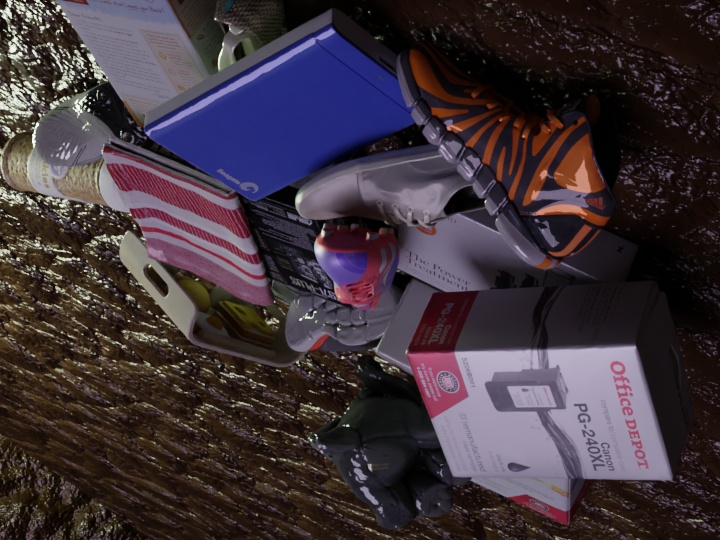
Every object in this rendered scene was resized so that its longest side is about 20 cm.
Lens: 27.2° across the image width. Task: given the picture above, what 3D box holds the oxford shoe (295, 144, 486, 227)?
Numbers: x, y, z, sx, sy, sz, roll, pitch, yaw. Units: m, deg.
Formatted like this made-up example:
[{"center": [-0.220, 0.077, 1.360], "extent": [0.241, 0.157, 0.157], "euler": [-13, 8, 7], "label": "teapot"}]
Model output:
[{"center": [0.038, -0.061, 1.190], "extent": [0.199, 0.058, 0.075], "euler": [-10, 164, 22], "label": "oxford shoe"}]

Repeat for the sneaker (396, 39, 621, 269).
[{"center": [0.118, -0.109, 1.084], "extent": [0.112, 0.078, 0.200], "euler": [-42, 83, 32], "label": "sneaker"}]

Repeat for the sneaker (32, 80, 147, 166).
[{"center": [-0.244, -0.150, 1.463], "extent": [0.199, 0.072, 0.072], "euler": [-11, 106, 42], "label": "sneaker"}]

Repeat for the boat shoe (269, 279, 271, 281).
[{"center": [-0.151, -0.049, 1.541], "extent": [0.066, 0.072, 0.200], "euler": [-30, 127, 30], "label": "boat shoe"}]

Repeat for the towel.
[{"center": [-0.159, -0.042, 1.394], "extent": [0.144, 0.023, 0.200], "euler": [22, 156, 19], "label": "towel"}]

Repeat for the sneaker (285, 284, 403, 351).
[{"center": [0.002, 0.047, 1.527], "extent": [0.082, 0.077, 0.200], "euler": [13, 168, -32], "label": "sneaker"}]

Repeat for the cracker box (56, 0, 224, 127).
[{"center": [-0.166, -0.194, 1.268], "extent": [0.134, 0.058, 0.200], "euler": [15, 153, 29], "label": "cracker box"}]

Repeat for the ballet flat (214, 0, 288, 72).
[{"center": [-0.083, -0.159, 1.214], "extent": [0.068, 0.075, 0.200], "euler": [23, 156, 23], "label": "ballet flat"}]

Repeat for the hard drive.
[{"center": [-0.055, -0.125, 1.176], "extent": [0.200, 0.025, 0.132], "euler": [-23, 142, 34], "label": "hard drive"}]

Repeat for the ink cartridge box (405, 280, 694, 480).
[{"center": [0.158, 0.093, 1.223], "extent": [0.199, 0.083, 0.146], "euler": [-3, 125, 28], "label": "ink cartridge box"}]

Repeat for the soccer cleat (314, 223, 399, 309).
[{"center": [0.000, 0.000, 1.248], "extent": [0.066, 0.077, 0.200], "euler": [4, -177, 5], "label": "soccer cleat"}]

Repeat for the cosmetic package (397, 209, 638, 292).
[{"center": [0.129, -0.012, 1.289], "extent": [0.199, 0.052, 0.151], "euler": [26, 154, 12], "label": "cosmetic package"}]

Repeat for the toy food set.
[{"center": [-0.152, 0.027, 1.589], "extent": [0.143, 0.061, 0.200], "euler": [44, -166, 35], "label": "toy food set"}]

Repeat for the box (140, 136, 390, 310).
[{"center": [-0.085, -0.066, 1.390], "extent": [0.199, 0.086, 0.164], "euler": [19, 154, 26], "label": "box"}]

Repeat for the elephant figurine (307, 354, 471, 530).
[{"center": [0.019, 0.156, 1.455], "extent": [0.200, 0.141, 0.156], "euler": [-130, 17, -63], "label": "elephant figurine"}]

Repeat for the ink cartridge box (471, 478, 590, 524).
[{"center": [0.171, 0.172, 1.566], "extent": [0.145, 0.083, 0.200], "euler": [24, 156, 19], "label": "ink cartridge box"}]

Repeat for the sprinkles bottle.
[{"center": [-0.301, -0.107, 1.597], "extent": [0.199, 0.068, 0.068], "euler": [11, 150, 39], "label": "sprinkles bottle"}]

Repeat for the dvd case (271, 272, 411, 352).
[{"center": [-0.023, 0.020, 1.583], "extent": [0.148, 0.016, 0.200], "euler": [28, 157, 5], "label": "dvd case"}]

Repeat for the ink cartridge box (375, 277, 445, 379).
[{"center": [0.129, 0.097, 1.405], "extent": [0.199, 0.085, 0.146], "euler": [26, 175, 19], "label": "ink cartridge box"}]
